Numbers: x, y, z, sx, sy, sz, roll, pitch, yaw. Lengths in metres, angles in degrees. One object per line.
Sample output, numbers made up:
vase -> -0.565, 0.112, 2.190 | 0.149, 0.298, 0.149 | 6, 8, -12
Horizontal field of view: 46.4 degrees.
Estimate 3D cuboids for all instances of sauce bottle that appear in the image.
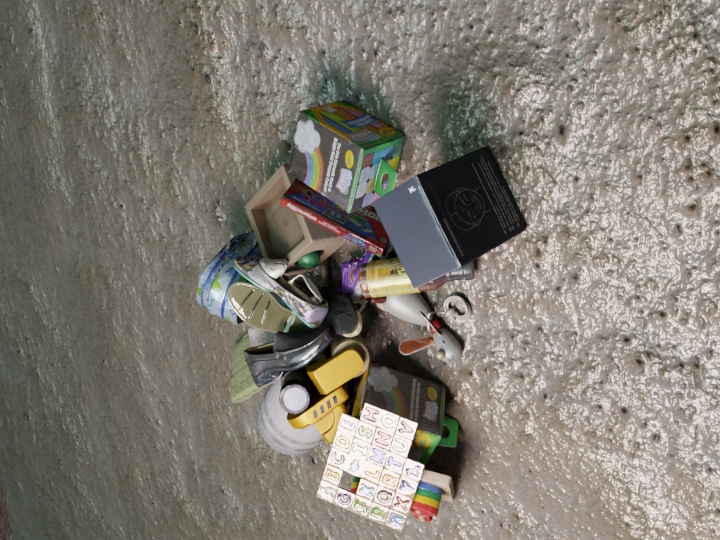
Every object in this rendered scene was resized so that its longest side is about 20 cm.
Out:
sauce bottle -> 0.096, 0.005, 1.442 | 0.196, 0.066, 0.067 | -9, 104, 15

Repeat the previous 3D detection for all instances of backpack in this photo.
backpack -> -0.239, 0.017, 1.680 | 0.151, 0.202, 0.165 | 18, 130, -6

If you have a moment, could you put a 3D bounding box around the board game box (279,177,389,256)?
board game box -> -0.035, -0.103, 1.481 | 0.198, 0.103, 0.020 | 27, 128, 2

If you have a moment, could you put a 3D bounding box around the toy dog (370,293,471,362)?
toy dog -> 0.091, 0.083, 1.499 | 0.199, 0.096, 0.134 | 32, 128, 29

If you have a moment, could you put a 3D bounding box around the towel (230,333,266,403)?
towel -> -0.230, 0.200, 1.851 | 0.199, 0.036, 0.151 | -37, 46, 44

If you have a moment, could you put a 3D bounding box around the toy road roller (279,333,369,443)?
toy road roller -> -0.051, 0.222, 1.558 | 0.199, 0.123, 0.147 | -35, 101, 2

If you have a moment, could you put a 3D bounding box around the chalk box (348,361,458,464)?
chalk box -> 0.082, 0.278, 1.547 | 0.197, 0.125, 0.125 | 20, 131, -6

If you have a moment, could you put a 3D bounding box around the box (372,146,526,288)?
box -> 0.141, -0.084, 1.305 | 0.106, 0.199, 0.150 | -27, 89, 45

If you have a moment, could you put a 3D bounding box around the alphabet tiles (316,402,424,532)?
alphabet tiles -> 0.025, 0.337, 1.463 | 0.165, 0.008, 0.203 | 20, 105, 9

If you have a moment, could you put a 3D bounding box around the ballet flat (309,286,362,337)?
ballet flat -> -0.041, 0.077, 1.581 | 0.057, 0.067, 0.200 | 37, 178, -30

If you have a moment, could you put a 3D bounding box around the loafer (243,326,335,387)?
loafer -> -0.136, 0.146, 1.551 | 0.198, 0.073, 0.073 | -29, 100, 24

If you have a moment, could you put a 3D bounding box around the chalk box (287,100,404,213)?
chalk box -> -0.009, -0.191, 1.456 | 0.199, 0.123, 0.126 | 34, 128, 26

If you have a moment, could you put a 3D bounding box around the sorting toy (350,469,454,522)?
sorting toy -> 0.069, 0.408, 1.558 | 0.196, 0.071, 0.199 | 11, 159, 13

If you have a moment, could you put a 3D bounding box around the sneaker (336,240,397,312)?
sneaker -> 0.000, 0.000, 1.565 | 0.084, 0.080, 0.201 | 51, 135, 21

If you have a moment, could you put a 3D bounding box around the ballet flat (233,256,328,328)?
ballet flat -> -0.138, 0.020, 1.541 | 0.199, 0.072, 0.072 | 38, 133, -3

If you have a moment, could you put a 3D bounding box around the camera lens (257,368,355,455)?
camera lens -> -0.113, 0.268, 1.726 | 0.161, 0.159, 0.201 | 50, 134, 14

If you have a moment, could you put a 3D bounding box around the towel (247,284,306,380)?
towel -> -0.158, 0.125, 1.684 | 0.035, 0.131, 0.202 | 55, -167, -47

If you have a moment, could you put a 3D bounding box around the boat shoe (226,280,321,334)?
boat shoe -> -0.168, 0.075, 1.595 | 0.075, 0.198, 0.068 | -56, 22, 8

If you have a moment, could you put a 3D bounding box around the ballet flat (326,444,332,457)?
ballet flat -> -0.026, 0.337, 1.744 | 0.064, 0.067, 0.202 | 47, 133, 26

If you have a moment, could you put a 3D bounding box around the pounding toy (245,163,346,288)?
pounding toy -> -0.104, -0.072, 1.606 | 0.184, 0.141, 0.203 | -37, 70, 46
